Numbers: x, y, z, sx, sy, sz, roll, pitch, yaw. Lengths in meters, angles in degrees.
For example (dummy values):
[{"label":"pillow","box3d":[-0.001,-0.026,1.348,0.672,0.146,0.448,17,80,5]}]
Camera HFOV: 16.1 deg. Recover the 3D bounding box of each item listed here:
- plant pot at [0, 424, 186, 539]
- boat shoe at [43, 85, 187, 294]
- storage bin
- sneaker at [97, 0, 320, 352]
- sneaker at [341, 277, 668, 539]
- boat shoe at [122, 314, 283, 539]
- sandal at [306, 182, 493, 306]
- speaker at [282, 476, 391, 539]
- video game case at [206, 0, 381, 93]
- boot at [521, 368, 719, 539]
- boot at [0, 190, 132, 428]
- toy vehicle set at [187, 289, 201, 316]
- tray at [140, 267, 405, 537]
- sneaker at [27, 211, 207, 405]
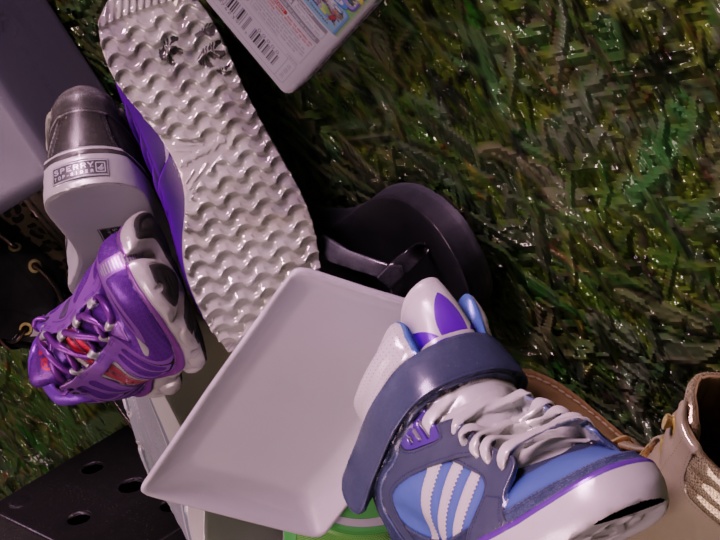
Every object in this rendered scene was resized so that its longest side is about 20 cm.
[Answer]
[{"label":"plant pot","box3d":[-0.127,0.210,1.619,0.199,0.199,0.179,17,128,47]},{"label":"boat shoe","box3d":[-0.130,-0.037,1.368,0.200,0.070,0.064,86,178,-69]},{"label":"storage bin","box3d":[-0.233,-0.116,1.425,0.134,0.146,0.201,-20,110,33]},{"label":"sneaker","box3d":[-0.075,-0.055,1.297,0.100,0.069,0.201,-137,28,-81]},{"label":"sneaker","box3d":[0.055,0.067,1.153,0.200,0.080,0.147,-40,67,62]},{"label":"boat shoe","box3d":[-0.094,0.103,1.495,0.071,0.070,0.202,25,139,48]},{"label":"sandal","box3d":[0.000,0.001,1.296,0.200,0.043,0.076,-4,122,58]},{"label":"speaker","box3d":[-0.002,0.150,1.449,0.088,0.088,0.201,37,151,23]},{"label":"video game case","box3d":[-0.062,-0.192,1.167,0.200,0.022,0.182,51,154,0]},{"label":"boot","box3d":[0.134,0.087,1.174,0.200,0.073,0.156,49,149,26]},{"label":"boot","box3d":[-0.221,0.038,1.543,0.201,0.150,0.073,56,157,8]},{"label":"toy vehicle set","box3d":[-0.066,0.045,1.474,0.124,0.026,0.200,41,152,18]},{"label":"tray","box3d":[-0.027,0.065,1.283,0.107,0.022,0.200,17,137,-19]},{"label":"sneaker","box3d":[-0.132,0.036,1.324,0.200,0.083,0.081,117,131,-67]}]
